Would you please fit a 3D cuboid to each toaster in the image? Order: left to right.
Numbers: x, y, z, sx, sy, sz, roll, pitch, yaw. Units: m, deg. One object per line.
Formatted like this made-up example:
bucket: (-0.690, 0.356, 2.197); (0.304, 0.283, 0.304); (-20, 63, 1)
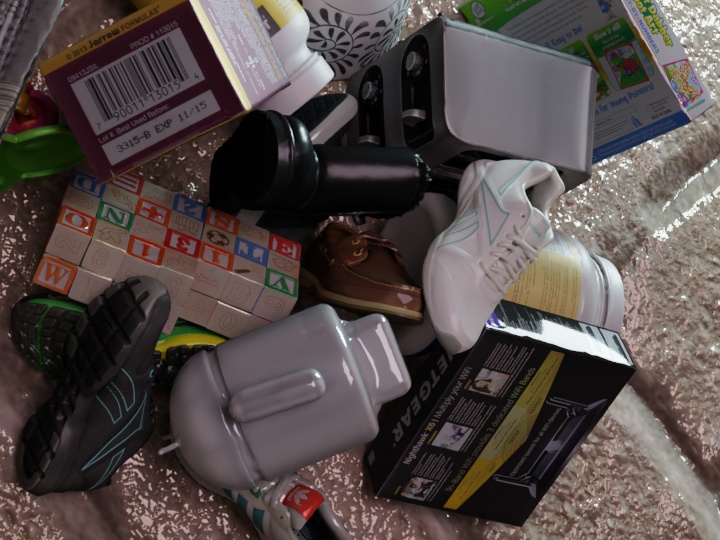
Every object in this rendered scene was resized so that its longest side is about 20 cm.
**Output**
toaster: (0.104, -0.131, 1.540); (0.199, 0.181, 0.119); (11, 73, -27)

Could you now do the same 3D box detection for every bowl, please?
bowl: (-0.019, -0.281, 1.554); (0.200, 0.094, 0.202); (9, 73, -30)

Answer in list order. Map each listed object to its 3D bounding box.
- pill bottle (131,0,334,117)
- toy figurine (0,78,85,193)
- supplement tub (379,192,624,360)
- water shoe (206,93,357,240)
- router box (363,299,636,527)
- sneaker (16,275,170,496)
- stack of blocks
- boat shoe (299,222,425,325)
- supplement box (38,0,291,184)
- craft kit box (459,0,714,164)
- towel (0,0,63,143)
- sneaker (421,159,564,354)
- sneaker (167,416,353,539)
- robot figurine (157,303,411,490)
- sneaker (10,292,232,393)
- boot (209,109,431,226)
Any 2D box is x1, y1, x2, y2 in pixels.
pill bottle: (-0.116, -0.219, 1.468); (0.200, 0.112, 0.112); (51, 58, -10)
toy figurine: (-0.319, -0.158, 1.315); (0.199, 0.150, 0.185); (-13, 74, -10)
supplement tub: (0.119, 0.023, 1.529); (0.199, 0.145, 0.146); (16, 70, -27)
water shoe: (-0.064, -0.072, 1.500); (0.200, 0.071, 0.079); (-49, 124, -25)
router box: (0.118, 0.123, 1.479); (0.156, 0.201, 0.052); (16, 32, -27)
sneaker: (-0.192, 0.090, 1.328); (0.079, 0.201, 0.076); (17, 26, -37)
stack of blocks: (-0.150, -0.007, 1.371); (0.199, 0.059, 0.115); (22, 30, -12)
boat shoe: (0.000, 0.000, 1.427); (0.072, 0.200, 0.068); (16, 93, -23)
supplement box: (-0.145, -0.150, 1.325); (0.104, 0.130, 0.200); (63, 13, -8)
craft kit box: (0.207, -0.203, 1.608); (0.048, 0.200, 0.198); (-38, 99, -32)
towel: (-0.323, -0.176, 1.240); (0.199, 0.035, 0.194); (14, 62, 6)
sneaker: (0.107, -0.020, 1.383); (0.071, 0.080, 0.201); (55, 43, -36)
sneaker: (-0.071, 0.175, 1.406); (0.070, 0.093, 0.200); (-44, 102, -31)
robot figurine: (-0.062, 0.099, 1.328); (0.199, 0.170, 0.114); (-21, 82, -3)
sneaker: (-0.186, 0.052, 1.394); (0.199, 0.078, 0.085); (12, 35, -21)
boot: (-0.023, -0.078, 1.367); (0.161, 0.198, 0.074); (3, 83, -19)
